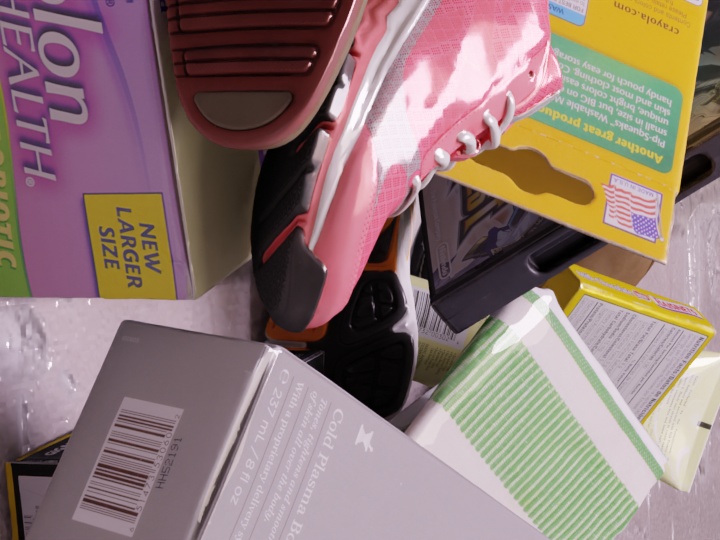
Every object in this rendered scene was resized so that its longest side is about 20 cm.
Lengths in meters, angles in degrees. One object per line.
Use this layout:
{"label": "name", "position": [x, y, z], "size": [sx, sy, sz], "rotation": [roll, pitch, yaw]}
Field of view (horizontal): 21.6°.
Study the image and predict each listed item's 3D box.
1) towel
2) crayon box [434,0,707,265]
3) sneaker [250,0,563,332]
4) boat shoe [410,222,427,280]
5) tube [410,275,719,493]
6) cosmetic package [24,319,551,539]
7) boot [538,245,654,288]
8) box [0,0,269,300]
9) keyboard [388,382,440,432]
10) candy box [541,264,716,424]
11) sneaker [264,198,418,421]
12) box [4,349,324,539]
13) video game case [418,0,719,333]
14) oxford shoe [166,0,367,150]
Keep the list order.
{"label": "towel", "position": [0.049, 0.119, 0.838], "size": [0.200, 0.023, 0.153], "rotation": [-51, 130, -17]}
{"label": "crayon box", "position": [0.071, -0.098, 0.760], "size": [0.052, 0.125, 0.200], "rotation": [132, -24, -57]}
{"label": "sneaker", "position": [0.028, -0.064, 0.651], "size": [0.201, 0.087, 0.074], "rotation": [-70, -167, -18]}
{"label": "boat shoe", "position": [0.067, -0.030, 1.009], "size": [0.200, 0.070, 0.066], "rotation": [-64, 164, 22]}
{"label": "tube", "position": [0.094, 0.053, 0.988], "size": [0.058, 0.199, 0.052], "rotation": [116, -12, -45]}
{"label": "cosmetic package", "position": [-0.019, 0.108, 0.689], "size": [0.200, 0.090, 0.107], "rotation": [35, 70, -43]}
{"label": "boot", "position": [0.099, 0.060, 1.067], "size": [0.175, 0.066, 0.200], "rotation": [-55, -175, 40]}
{"label": "box", "position": [-0.072, -0.103, 0.698], "size": [0.200, 0.096, 0.176], "rotation": [-43, 130, -62]}
{"label": "keyboard", "position": [0.010, 0.088, 0.863], "size": [0.056, 0.011, 0.200], "rotation": [-62, 168, 16]}
{"label": "candy box", "position": [0.083, 0.088, 0.946], "size": [0.102, 0.026, 0.200], "rotation": [17, 117, -40]}
{"label": "sneaker", "position": [0.000, 0.000, 0.915], "size": [0.092, 0.075, 0.201], "rotation": [0, 95, -78]}
{"label": "box", "position": [-0.067, 0.130, 0.779], "size": [0.200, 0.049, 0.160], "rotation": [-25, 111, -65]}
{"label": "video game case", "position": [0.104, -0.080, 0.866], "size": [0.026, 0.180, 0.200], "rotation": [48, 21, -28]}
{"label": "oxford shoe", "position": [-0.013, -0.122, 0.628], "size": [0.075, 0.070, 0.201], "rotation": [60, 39, -62]}
